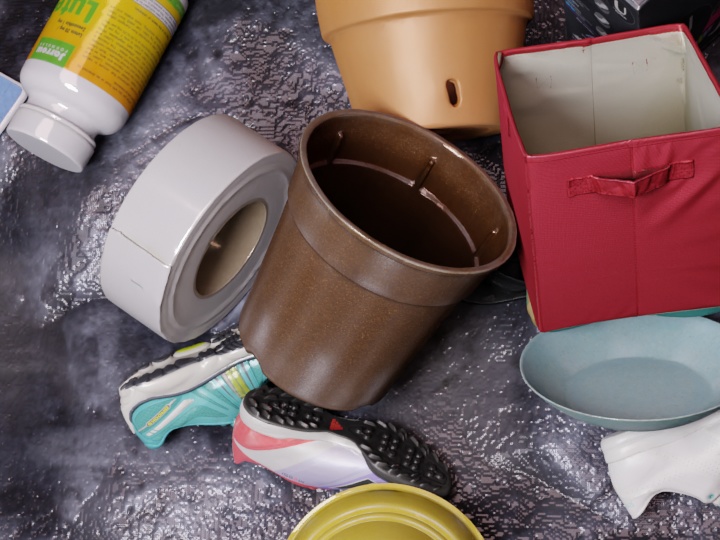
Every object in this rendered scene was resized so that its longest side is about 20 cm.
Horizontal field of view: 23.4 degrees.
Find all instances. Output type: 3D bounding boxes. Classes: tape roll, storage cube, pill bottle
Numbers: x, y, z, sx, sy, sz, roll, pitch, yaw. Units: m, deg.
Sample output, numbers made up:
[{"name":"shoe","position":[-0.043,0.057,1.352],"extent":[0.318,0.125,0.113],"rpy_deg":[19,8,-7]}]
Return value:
[{"name":"tape roll","position":[-0.141,-0.036,1.549],"extent":[0.071,0.202,0.203],"rpy_deg":[34,81,17]},{"name":"storage cube","position":[0.210,-0.077,1.449],"extent":[0.171,0.180,0.200],"rpy_deg":[-9,36,0]},{"name":"pill bottle","position":[-0.257,-0.201,1.668],"extent":[0.111,0.111,0.200],"rpy_deg":[23,77,16]}]

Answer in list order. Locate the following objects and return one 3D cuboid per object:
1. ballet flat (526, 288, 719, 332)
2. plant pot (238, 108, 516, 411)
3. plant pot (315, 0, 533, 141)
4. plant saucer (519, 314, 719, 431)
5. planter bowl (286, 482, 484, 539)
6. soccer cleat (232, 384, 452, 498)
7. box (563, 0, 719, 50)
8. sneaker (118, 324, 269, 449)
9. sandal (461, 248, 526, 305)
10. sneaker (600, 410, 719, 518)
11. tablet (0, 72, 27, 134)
[{"name":"ballet flat","position":[0.242,0.007,1.524],"extent":[0.200,0.069,0.063],"rpy_deg":[-6,51,-8]},{"name":"plant pot","position":[0.000,0.000,1.486],"extent":[0.200,0.200,0.198],"rpy_deg":[45,127,19]},{"name":"plant pot","position":[0.063,-0.191,1.580],"extent":[0.200,0.200,0.140],"rpy_deg":[-5,88,8]},{"name":"plant saucer","position":[0.237,0.092,1.484],"extent":[0.201,0.201,0.039],"rpy_deg":[-1,116,9]},{"name":"planter bowl","position":[0.018,0.282,1.456],"extent":[0.200,0.083,0.201],"rpy_deg":[0,88,6]},{"name":"soccer cleat","position":[-0.018,0.168,1.542],"extent":[0.200,0.073,0.068],"rpy_deg":[20,32,0]},{"name":"box","position":[0.257,-0.257,1.553],"extent":[0.122,0.200,0.106],"rpy_deg":[-42,70,-5]},{"name":"sneaker","position":[-0.119,0.100,1.579],"extent":[0.200,0.078,0.080],"rpy_deg":[-20,107,-6]},{"name":"sandal","position":[0.160,-0.008,1.570],"extent":[0.200,0.048,0.075],"rpy_deg":[1,73,9]},{"name":"sneaker","position":[0.313,0.157,1.489],"extent":[0.200,0.075,0.089],"rpy_deg":[-17,85,7]},{"name":"tablet","position":[-0.433,-0.127,1.726],"extent":[0.130,0.014,0.200],"rpy_deg":[29,78,17]}]
